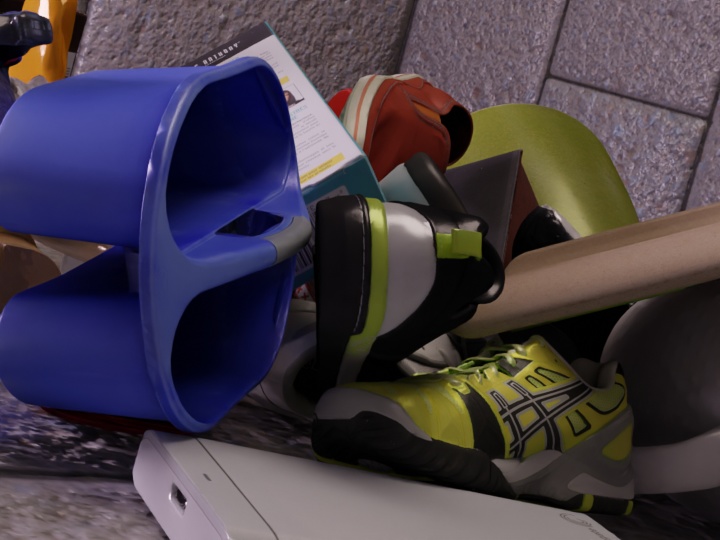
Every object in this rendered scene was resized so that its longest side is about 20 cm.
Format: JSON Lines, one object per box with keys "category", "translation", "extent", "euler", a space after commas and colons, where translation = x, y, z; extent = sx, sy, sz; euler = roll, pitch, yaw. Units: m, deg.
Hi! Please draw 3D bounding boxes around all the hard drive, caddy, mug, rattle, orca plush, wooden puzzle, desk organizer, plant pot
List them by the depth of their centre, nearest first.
{"category": "hard drive", "translation": [0.023, 0.106, 0.682], "extent": [0.198, 0.027, 0.132], "euler": [14, 6, -22]}
{"category": "caddy", "translation": [-0.073, -0.014, 0.744], "extent": [0.104, 0.143, 0.200], "euler": [3, 13, 13]}
{"category": "wooden puzzle", "translation": [0.144, -0.002, 0.889], "extent": [0.183, 0.038, 0.200], "euler": [-15, 2, 14]}
{"category": "mug", "translation": [0.195, 0.074, 0.953], "extent": [0.199, 0.149, 0.175], "euler": [-18, 14, -30]}
{"category": "rattle", "translation": [-0.119, -0.055, 1.011], "extent": [0.198, 0.144, 0.130], "euler": [23, -31, -4]}
{"category": "orca plush", "translation": [0.134, 0.053, 1.097], "extent": [0.105, 0.071, 0.200], "euler": [41, -11, 42]}
{"category": "desk organizer", "translation": [0.071, 0.018, 1.105], "extent": [0.071, 0.077, 0.201], "euler": [-14, 32, 21]}
{"category": "plant pot", "translation": [0.132, 0.006, 1.277], "extent": [0.186, 0.188, 0.200], "euler": [14, 22, -21]}

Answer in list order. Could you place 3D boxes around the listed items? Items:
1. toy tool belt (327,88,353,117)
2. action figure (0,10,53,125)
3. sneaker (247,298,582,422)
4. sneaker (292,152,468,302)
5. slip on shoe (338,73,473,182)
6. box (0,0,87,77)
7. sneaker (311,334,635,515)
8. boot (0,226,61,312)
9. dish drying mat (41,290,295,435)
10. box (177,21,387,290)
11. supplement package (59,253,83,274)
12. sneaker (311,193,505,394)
{"category": "toy tool belt", "translation": [-0.016, -0.048, 1.303], "extent": [0.122, 0.200, 0.126], "euler": [22, 46, -31]}
{"category": "action figure", "translation": [-0.214, -0.041, 0.766], "extent": [0.193, 0.106, 0.199], "euler": [-23, 10, -39]}
{"category": "sneaker", "translation": [0.035, 0.061, 0.923], "extent": [0.198, 0.075, 0.088], "euler": [2, 12, -21]}
{"category": "sneaker", "translation": [0.000, 0.001, 0.975], "extent": [0.068, 0.107, 0.201], "euler": [59, -8, 4]}
{"category": "slip on shoe", "translation": [0.022, -0.074, 1.056], "extent": [0.061, 0.075, 0.200], "euler": [24, 18, 11]}
{"category": "box", "translation": [-0.312, -0.120, 1.156], "extent": [0.198, 0.167, 0.164], "euler": [17, 7, 16]}
{"category": "sneaker", "translation": [0.052, 0.065, 0.809], "extent": [0.075, 0.077, 0.199], "euler": [-3, -12, 41]}
{"category": "boot", "translation": [-0.261, -0.021, 0.930], "extent": [0.200, 0.071, 0.144], "euler": [18, -1, -32]}
{"category": "dish drying mat", "translation": [-0.082, 0.029, 0.862], "extent": [0.076, 0.018, 0.200], "euler": [8, 23, 10]}
{"category": "box", "translation": [-0.052, -0.061, 0.940], "extent": [0.049, 0.082, 0.200], "euler": [64, -3, -31]}
{"category": "supplement package", "translation": [-0.075, -0.023, 1.139], "extent": [0.198, 0.118, 0.117], "euler": [16, 8, -1]}
{"category": "sneaker", "translation": [0.021, 0.014, 0.781], "extent": [0.082, 0.072, 0.200], "euler": [-2, -8, -2]}
